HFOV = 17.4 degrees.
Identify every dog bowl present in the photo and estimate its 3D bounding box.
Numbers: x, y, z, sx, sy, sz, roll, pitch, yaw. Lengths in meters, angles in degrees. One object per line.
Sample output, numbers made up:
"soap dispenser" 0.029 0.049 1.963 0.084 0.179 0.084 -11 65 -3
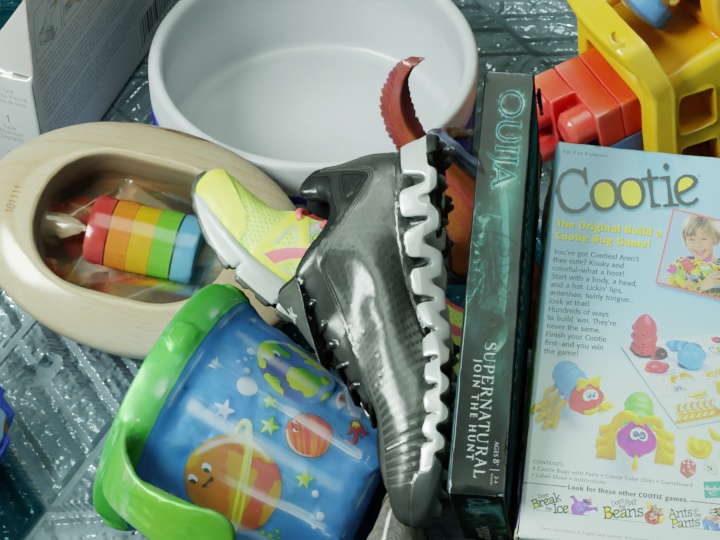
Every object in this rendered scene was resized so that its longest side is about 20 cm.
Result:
"dog bowl" -0.028 -0.102 1.432 0.198 0.079 0.201 0 45 0

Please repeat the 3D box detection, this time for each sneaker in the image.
"sneaker" 0.000 0.000 1.244 0.199 0.078 0.091 37 94 5
"sneaker" 0.005 0.032 1.167 0.090 0.067 0.202 -5 70 6

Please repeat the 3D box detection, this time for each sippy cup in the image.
"sippy cup" -0.049 0.095 1.211 0.130 0.140 0.178 27 62 10

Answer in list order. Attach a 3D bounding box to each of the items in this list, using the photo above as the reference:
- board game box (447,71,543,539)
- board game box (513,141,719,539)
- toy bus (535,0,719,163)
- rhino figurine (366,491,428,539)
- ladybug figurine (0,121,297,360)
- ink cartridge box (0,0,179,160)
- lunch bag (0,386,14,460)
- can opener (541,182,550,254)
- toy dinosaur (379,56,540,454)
"board game box" 0.067 0.022 1.139 0.028 0.135 0.202 4 75 7
"board game box" 0.133 0.055 1.138 0.104 0.103 0.202 6 66 4
"toy bus" 0.179 -0.134 1.387 0.191 0.201 0.136 -23 46 -10
"rhino figurine" -0.003 0.183 1.139 0.059 0.088 0.201 5 48 27
"ladybug figurine" -0.119 -0.010 1.333 0.198 0.072 0.137 17 70 7
"ink cartridge box" -0.171 -0.178 1.441 0.044 0.177 0.201 14 47 15
"lunch bag" -0.295 0.099 1.212 0.198 0.124 0.171 21 48 1
"can opener" 0.136 0.040 1.236 0.078 0.064 0.202 -2 66 4
"toy dinosaur" 0.068 0.014 1.273 0.105 0.200 0.182 -38 60 2
